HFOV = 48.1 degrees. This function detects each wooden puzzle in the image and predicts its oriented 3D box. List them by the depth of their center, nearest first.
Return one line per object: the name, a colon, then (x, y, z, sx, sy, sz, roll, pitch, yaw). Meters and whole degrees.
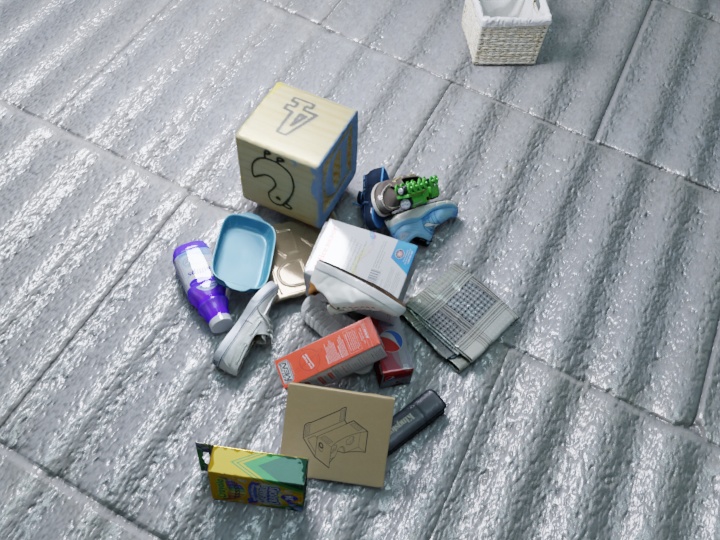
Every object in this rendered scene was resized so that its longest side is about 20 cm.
wooden puzzle: (-0.122, -0.025, 1.724, 0.196, 0.047, 0.188, -17, 58, -12)

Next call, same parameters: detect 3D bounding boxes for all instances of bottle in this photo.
bottle: (-0.317, 0.034, 1.645, 0.082, 0.066, 0.202, -17, 59, -21)

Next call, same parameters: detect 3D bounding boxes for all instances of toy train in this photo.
toy train: (0.126, -0.170, 1.757, 0.041, 0.058, 0.199, -6, 10, 27)

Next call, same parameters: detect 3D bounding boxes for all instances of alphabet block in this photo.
alphabet block: (-0.131, -0.249, 1.734, 0.196, 0.197, 0.198, 21, 53, 15)

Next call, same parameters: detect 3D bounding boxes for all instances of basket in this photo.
basket: (0.380, -0.669, 2.154, 0.195, 0.162, 0.202, -2, 55, -9)

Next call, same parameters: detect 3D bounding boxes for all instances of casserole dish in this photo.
casserole dish: (-0.240, -0.031, 1.656, 0.118, 0.039, 0.203, 15, 50, -11)

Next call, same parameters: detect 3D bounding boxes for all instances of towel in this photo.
towel: (0.203, 0.092, 1.682, 0.199, 0.035, 0.192, -37, 67, -26)

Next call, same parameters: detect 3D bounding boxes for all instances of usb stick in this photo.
usb stick: (0.079, 0.296, 1.526, 0.198, 0.033, 0.056, -33, 71, -24)

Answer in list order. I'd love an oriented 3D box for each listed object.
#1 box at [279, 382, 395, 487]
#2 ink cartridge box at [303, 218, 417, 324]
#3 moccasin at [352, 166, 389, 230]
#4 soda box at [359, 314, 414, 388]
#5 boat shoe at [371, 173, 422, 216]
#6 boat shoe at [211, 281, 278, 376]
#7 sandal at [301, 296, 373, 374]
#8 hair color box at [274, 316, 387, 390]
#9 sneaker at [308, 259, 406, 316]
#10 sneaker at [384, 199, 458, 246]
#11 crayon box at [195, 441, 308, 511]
box: (-0.044, 0.298, 1.460, 0.195, 0.021, 0.168, 8, 93, 0)
ink cartridge box: (0.000, 0.000, 1.616, 0.196, 0.085, 0.146, 18, 57, 10)
moccasin: (0.026, -0.154, 1.816, 0.067, 0.082, 0.202, -12, 33, 18)
soda box: (0.049, 0.129, 1.621, 0.068, 0.064, 0.203, -8, 57, -12)
boat shoe: (0.083, -0.171, 1.780, 0.058, 0.073, 0.200, -17, 9, 28)
boat shoe: (-0.202, 0.120, 1.591, 0.085, 0.075, 0.204, 31, 65, 7)
sandal: (-0.036, 0.121, 1.622, 0.203, 0.083, 0.049, 45, 20, 22)
hair color box: (-0.053, 0.165, 1.520, 0.197, 0.102, 0.062, -26, 68, 1)
sneaker: (-0.009, 0.057, 1.511, 0.197, 0.073, 0.086, 25, 93, 23)
sneaker: (0.140, -0.100, 1.796, 0.197, 0.078, 0.092, -20, 97, -32)
crayon box: (-0.191, 0.359, 1.396, 0.195, 0.127, 0.052, 9, 54, 0)
